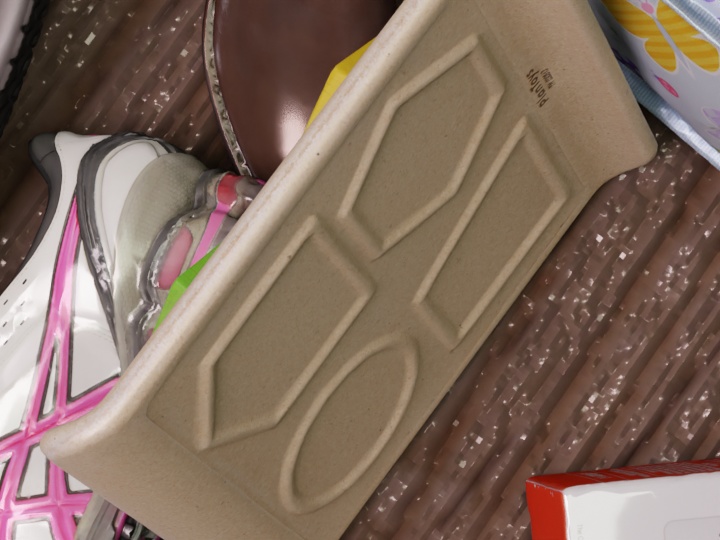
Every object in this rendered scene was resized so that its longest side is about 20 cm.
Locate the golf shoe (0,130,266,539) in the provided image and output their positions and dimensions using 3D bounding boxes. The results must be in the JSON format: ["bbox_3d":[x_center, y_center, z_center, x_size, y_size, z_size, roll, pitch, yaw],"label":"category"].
[{"bbox_3d":[-0.096,0.054,0.871,0.092,0.073,0.201,20,86,16],"label":"golf shoe"}]

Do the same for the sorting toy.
[{"bbox_3d":[0.000,0.000,0.835,0.036,0.185,0.200,39,86,25],"label":"sorting toy"}]

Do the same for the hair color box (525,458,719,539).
[{"bbox_3d":[0.160,0.114,0.909,0.199,0.064,0.111,-4,90,-8],"label":"hair color box"}]

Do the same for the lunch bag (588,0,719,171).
[{"bbox_3d":[0.159,-0.108,0.876,0.200,0.127,0.170,38,83,2],"label":"lunch bag"}]

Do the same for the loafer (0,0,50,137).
[{"bbox_3d":[-0.145,-0.049,0.844,0.071,0.073,0.201,20,96,-4],"label":"loafer"}]

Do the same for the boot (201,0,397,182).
[{"bbox_3d":[-0.008,-0.097,0.809,0.064,0.200,0.187,-7,92,-9],"label":"boot"}]
